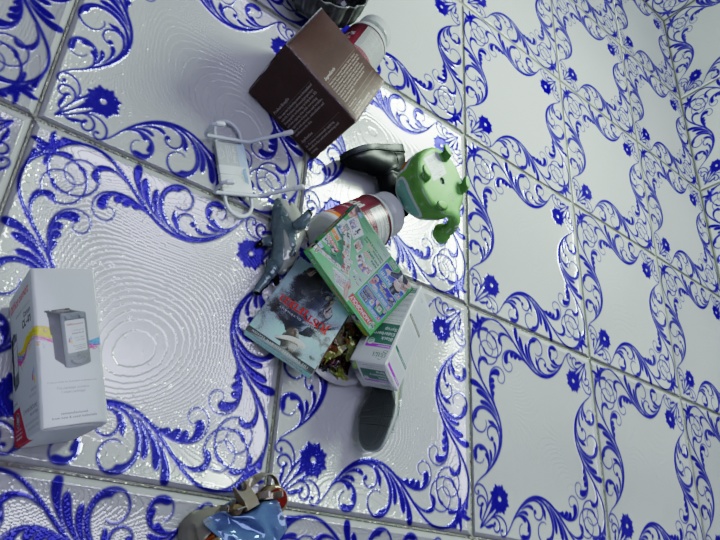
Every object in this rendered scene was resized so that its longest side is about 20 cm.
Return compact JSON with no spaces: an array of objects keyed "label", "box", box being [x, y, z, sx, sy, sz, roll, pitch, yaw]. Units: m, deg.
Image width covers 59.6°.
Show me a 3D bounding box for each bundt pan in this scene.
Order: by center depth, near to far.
[{"label":"bundt pan","box":[-0.080,-0.636,1.454,0.197,0.076,0.206,13,49,-16]}]

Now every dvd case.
[{"label":"dvd case","box":[-0.102,0.081,1.152,0.144,0.022,0.201,33,52,2]}]

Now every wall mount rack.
[{"label":"wall mount rack","box":[-0.203,-0.204,1.188,0.171,0.074,0.206,-1,73,-40]}]

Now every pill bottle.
[{"label":"pill bottle","box":[-0.004,-0.088,1.280,0.198,0.113,0.116,-28,90,-44]},{"label":"pill bottle","box":[-0.003,-0.509,1.468,0.109,0.109,0.202,42,49,-17]}]

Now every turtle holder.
[{"label":"turtle holder","box":[0.156,-0.168,1.358,0.185,0.130,0.143,39,58,-26]}]

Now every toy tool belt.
[{"label":"toy tool belt","box":[-0.165,0.378,0.933,0.198,0.122,0.128,-21,85,-44]}]

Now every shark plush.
[{"label":"shark plush","box":[-0.159,-0.040,1.186,0.081,0.091,0.204,21,73,-4]}]

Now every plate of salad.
[{"label":"plate of salad","box":[-0.035,0.118,1.209,0.197,0.048,0.205,18,61,-35]}]

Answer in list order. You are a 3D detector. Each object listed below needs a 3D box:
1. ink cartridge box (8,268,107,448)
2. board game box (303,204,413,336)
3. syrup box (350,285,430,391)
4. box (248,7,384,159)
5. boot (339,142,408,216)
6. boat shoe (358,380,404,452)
[{"label":"ink cartridge box","box":[-0.403,0.117,0.829,0.084,0.146,0.205,0,70,-40]},{"label":"board game box","box":[0.000,0.000,1.173,0.134,0.029,0.202,-43,109,-23]},{"label":"syrup box","box":[0.062,0.126,1.219,0.202,0.077,0.083,-60,140,-38]},{"label":"box","box":[-0.089,-0.382,1.300,0.200,0.165,0.166,44,50,-16]},{"label":"boot","box":[0.052,-0.196,1.410,0.195,0.073,0.167,-12,85,-41]},{"label":"boat shoe","box":[0.047,0.257,1.203,0.065,0.073,0.205,60,32,-40]}]
